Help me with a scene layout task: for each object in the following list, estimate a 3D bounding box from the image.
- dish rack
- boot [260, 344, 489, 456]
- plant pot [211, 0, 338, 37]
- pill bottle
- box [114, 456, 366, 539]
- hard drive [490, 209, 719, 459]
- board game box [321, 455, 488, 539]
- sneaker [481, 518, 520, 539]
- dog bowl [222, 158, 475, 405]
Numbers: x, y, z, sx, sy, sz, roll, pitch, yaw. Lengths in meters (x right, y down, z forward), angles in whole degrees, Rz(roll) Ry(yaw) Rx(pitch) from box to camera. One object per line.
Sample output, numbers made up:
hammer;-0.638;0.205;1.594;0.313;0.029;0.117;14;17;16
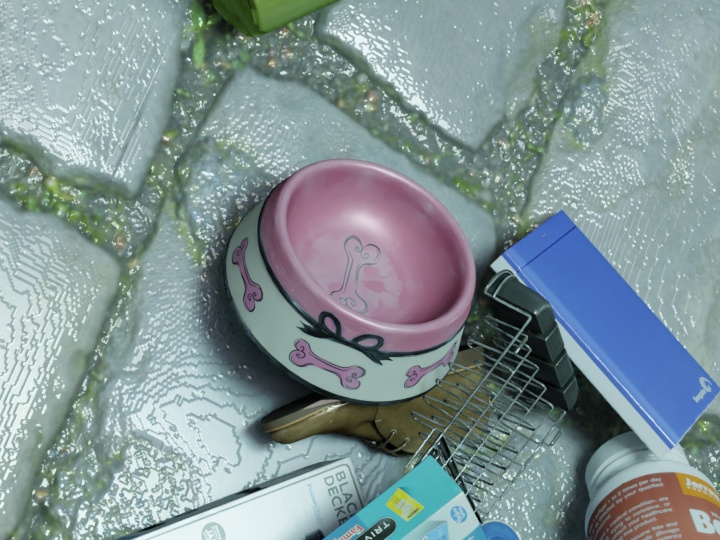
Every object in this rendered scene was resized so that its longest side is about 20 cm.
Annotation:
dish rack;0.090;0.118;1.511;0.200;0.054;0.154;-51;144;-20
boot;0.018;0.114;1.542;0.199;0.074;0.076;-13;94;-29
plant pot;-0.041;-0.282;1.552;0.190;0.200;0.201;-35;94;-13
pill bottle;0.237;0.221;1.546;0.112;0.112;0.200;16;33;-21
box;-0.084;0.223;1.471;0.199;0.060;0.117;-17;86;-27
hard drive;0.200;0.048;1.605;0.200;0.025;0.132;49;31;5
board game box;0.006;0.247;1.435;0.200;0.047;0.151;-37;137;-9
sneaker;0.108;0.285;1.517;0.076;0.111;0.201;20;71;-19
dog bowl;0.000;0.000;1.509;0.199;0.074;0.201;15;47;-17
